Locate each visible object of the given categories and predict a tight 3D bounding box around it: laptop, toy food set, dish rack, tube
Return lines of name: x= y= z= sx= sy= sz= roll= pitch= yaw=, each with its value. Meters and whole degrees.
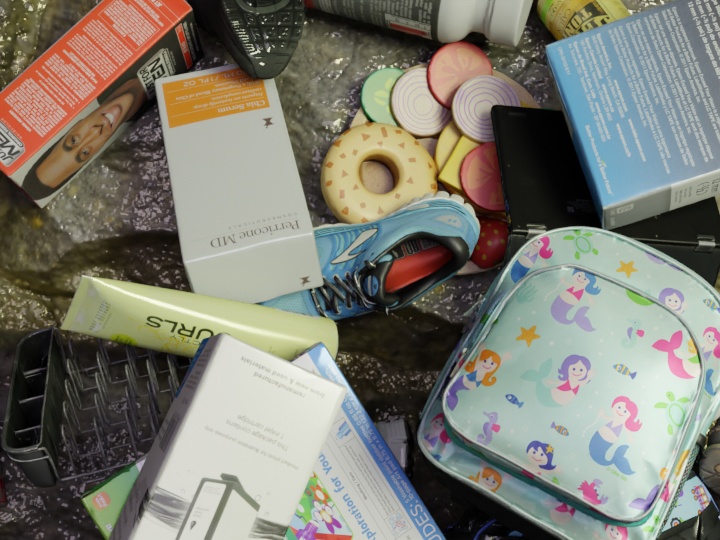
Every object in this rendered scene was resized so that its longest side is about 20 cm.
laptop: x=0.194 y=-0.020 z=0.869 sx=0.186 sy=0.116 sz=0.201 roll=4 pitch=58 yaw=-12
toy food set: x=0.079 y=-0.096 z=0.891 sx=0.199 sy=0.049 sz=0.199 roll=29 pitch=79 yaw=4
dish rack: x=-0.166 y=0.090 z=0.799 sx=0.199 sy=0.154 sz=0.055 roll=-13 pitch=123 yaw=-5
tube: x=-0.116 y=0.044 z=0.768 sx=0.199 sy=0.052 sz=0.058 roll=13 pitch=102 yaw=-22

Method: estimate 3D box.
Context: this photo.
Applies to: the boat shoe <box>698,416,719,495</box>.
boat shoe: x=0.348 y=0.165 z=0.811 sx=0.200 sy=0.074 sz=0.074 roll=35 pitch=61 yaw=-28

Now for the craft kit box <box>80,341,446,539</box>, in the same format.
craft kit box: x=-0.058 y=0.186 z=0.723 sx=0.197 sy=0.049 sz=0.201 roll=-32 pitch=90 yaw=-15

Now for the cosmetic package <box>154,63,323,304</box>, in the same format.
cosmetic package: x=-0.101 y=-0.073 z=0.828 sx=0.101 sy=0.071 sz=0.201 roll=-13 pitch=54 yaw=-5

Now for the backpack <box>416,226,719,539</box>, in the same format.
backpack: x=0.145 y=0.073 z=0.673 sx=0.177 sy=0.151 sz=0.200 roll=29 pitch=72 yaw=15

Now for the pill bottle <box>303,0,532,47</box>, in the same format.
pill bottle: x=0.049 y=-0.260 z=0.877 sx=0.199 sy=0.116 sz=0.116 roll=17 pitch=78 yaw=9

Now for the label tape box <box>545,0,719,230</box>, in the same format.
label tape box: x=0.258 y=-0.132 z=0.784 sx=0.199 sy=0.066 sz=0.144 roll=-18 pitch=71 yaw=8

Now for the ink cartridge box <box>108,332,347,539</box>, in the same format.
ink cartridge box: x=-0.096 y=0.146 z=0.626 sx=0.084 sy=0.146 sz=0.201 roll=25 pitch=81 yaw=-10

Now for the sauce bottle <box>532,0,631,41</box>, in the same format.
sauce bottle: x=0.217 y=-0.185 z=0.878 sx=0.064 sy=0.065 sz=0.200 roll=-25 pitch=60 yaw=-7

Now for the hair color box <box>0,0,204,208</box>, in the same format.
hair color box: x=-0.225 y=-0.151 z=0.862 sx=0.061 sy=0.102 sz=0.200 roll=44 pitch=81 yaw=6

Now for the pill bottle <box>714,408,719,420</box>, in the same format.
pill bottle: x=0.167 y=0.091 z=0.795 sx=0.199 sy=0.111 sz=0.111 roll=-17 pitch=80 yaw=-1

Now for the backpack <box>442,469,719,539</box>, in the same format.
backpack: x=0.180 y=0.236 z=0.786 sx=0.199 sy=0.135 sz=0.183 roll=-22 pitch=82 yaw=-20

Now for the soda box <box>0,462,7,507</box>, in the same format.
soda box: x=-0.337 y=0.097 z=0.826 sx=0.070 sy=0.063 sz=0.201 roll=-10 pitch=79 yaw=-5

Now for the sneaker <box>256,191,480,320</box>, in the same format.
sneaker: x=0.000 y=0.000 z=0.824 sx=0.199 sy=0.090 sz=0.079 roll=-25 pitch=109 yaw=11

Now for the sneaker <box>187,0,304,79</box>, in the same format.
sneaker: x=-0.106 y=-0.227 z=0.874 sx=0.076 sy=0.091 sz=0.201 roll=0 pitch=53 yaw=-29

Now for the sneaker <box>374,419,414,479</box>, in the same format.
sneaker: x=-0.009 y=0.216 z=0.818 sx=0.090 sy=0.078 sz=0.201 roll=5 pitch=73 yaw=7
